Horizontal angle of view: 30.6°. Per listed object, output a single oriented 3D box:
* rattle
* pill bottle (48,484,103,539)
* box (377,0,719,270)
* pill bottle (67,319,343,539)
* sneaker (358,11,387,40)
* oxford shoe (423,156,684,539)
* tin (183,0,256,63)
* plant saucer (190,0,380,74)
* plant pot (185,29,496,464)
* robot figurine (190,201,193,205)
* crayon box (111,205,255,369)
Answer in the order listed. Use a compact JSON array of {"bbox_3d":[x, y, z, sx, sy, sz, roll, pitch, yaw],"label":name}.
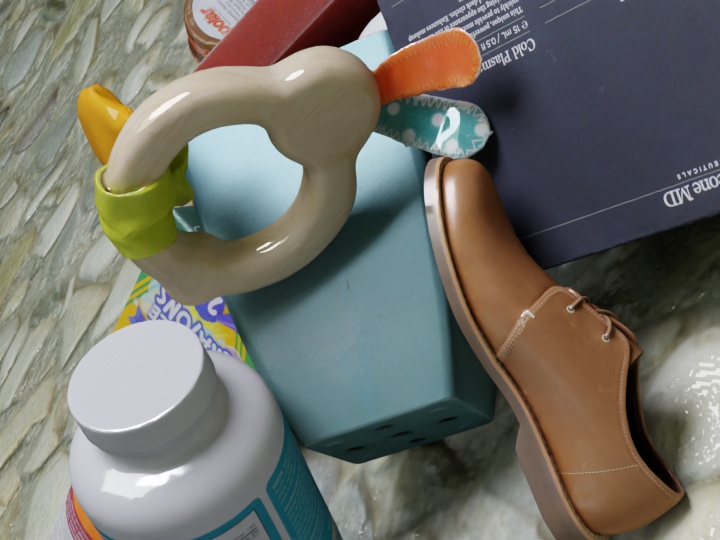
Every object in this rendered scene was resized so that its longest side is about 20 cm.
[{"bbox_3d":[-0.042,-0.082,0.681,0.200,0.130,0.143,-37,22,7],"label":"rattle"},{"bbox_3d":[-0.155,0.199,0.864,0.110,0.109,0.200,-98,29,-49],"label":"pill bottle"},{"bbox_3d":[0.125,-0.107,0.647,0.200,0.104,0.183,-19,88,50],"label":"box"},{"bbox_3d":[-0.080,0.117,0.684,0.110,0.200,0.111,-11,43,10],"label":"pill bottle"},{"bbox_3d":[0.035,-0.148,0.832,0.200,0.076,0.081,164,128,-81],"label":"sneaker"},{"bbox_3d":[0.093,0.029,0.625,0.071,0.201,0.071,-27,-1,26],"label":"oxford shoe"},{"bbox_3d":[-0.053,-0.230,1.087,0.200,0.042,0.112,-31,53,-16],"label":"tin"},{"bbox_3d":[-0.007,-0.191,0.990,0.200,0.199,0.037,-40,76,31],"label":"plant saucer"},{"bbox_3d":[0.000,0.000,0.754,0.141,0.141,0.201,-19,71,15],"label":"plant pot"},{"bbox_3d":[-0.089,-0.028,0.951,0.145,0.058,0.201,31,128,44],"label":"robot figurine"},{"bbox_3d":[-0.114,0.070,0.905,0.126,0.051,0.200,45,124,25],"label":"crayon box"}]
